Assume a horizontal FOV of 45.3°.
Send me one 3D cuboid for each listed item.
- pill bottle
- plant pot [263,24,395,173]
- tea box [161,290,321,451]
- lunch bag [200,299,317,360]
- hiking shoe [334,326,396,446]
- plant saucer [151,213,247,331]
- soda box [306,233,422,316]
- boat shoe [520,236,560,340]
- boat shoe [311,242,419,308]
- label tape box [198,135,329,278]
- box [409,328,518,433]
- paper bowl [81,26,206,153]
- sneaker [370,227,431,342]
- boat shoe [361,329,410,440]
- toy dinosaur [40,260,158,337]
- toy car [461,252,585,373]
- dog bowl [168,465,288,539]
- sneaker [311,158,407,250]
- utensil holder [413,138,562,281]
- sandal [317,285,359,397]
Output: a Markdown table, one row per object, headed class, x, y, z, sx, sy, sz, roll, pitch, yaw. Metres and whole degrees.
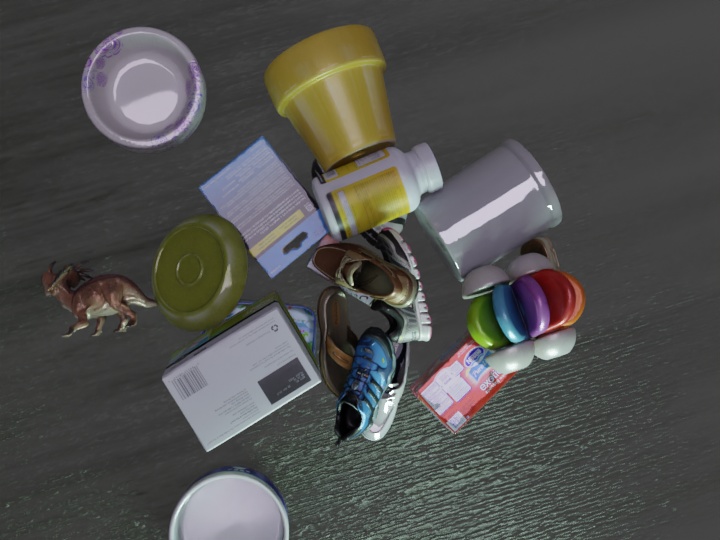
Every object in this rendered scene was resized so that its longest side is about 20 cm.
| class | x | y | z | sx | sy | sz | roll | pitch | yaw |
| --- | --- | --- | --- | --- | --- | --- | --- | --- | --- |
| pill bottle | 0.028 | -0.133 | 1.404 | 0.199 | 0.112 | 0.113 | -22 | 90 | -3 |
| plant pot | -0.035 | -0.270 | 1.421 | 0.199 | 0.201 | 0.190 | -22 | 84 | -4 |
| tea box | -0.180 | 0.147 | 1.331 | 0.199 | 0.197 | 0.134 | -31 | 98 | -4 |
| lunch bag | -0.175 | 0.132 | 1.470 | 0.198 | 0.082 | 0.162 | 4 | 87 | -4 |
| hiking shoe | 0.007 | 0.192 | 1.419 | 0.074 | 0.087 | 0.202 | 17 | 111 | 18 |
| plant saucer | -0.278 | 0.000 | 1.440 | 0.199 | 0.031 | 0.202 | -6 | 77 | 26 |
| soda box | 0.005 | 0.015 | 1.495 | 0.199 | 0.064 | 0.069 | 31 | 87 | -2 |
| boat shoe | 0.329 | 0.040 | 1.513 | 0.072 | 0.065 | 0.202 | -8 | 95 | 36 |
| boat shoe | 0.000 | 0.000 | 1.383 | 0.199 | 0.074 | 0.076 | 19 | 93 | 34 |
| label tape box | -0.160 | -0.107 | 1.485 | 0.144 | 0.063 | 0.200 | -38 | 91 | -3 |
| box | 0.191 | 0.172 | 1.489 | 0.200 | 0.095 | 0.100 | -44 | 92 | -4 |
| paper bowl | -0.360 | -0.298 | 1.455 | 0.199 | 0.104 | 0.203 | 0 | 89 | -4 |
| sneaker | 0.053 | 0.031 | 1.429 | 0.087 | 0.074 | 0.202 | -17 | 94 | -12 |
| boat shoe | 0.040 | 0.197 | 1.492 | 0.073 | 0.065 | 0.202 | 11 | 88 | -4 |
| toy dinosaur | -0.441 | 0.039 | 1.455 | 0.198 | 0.086 | 0.137 | -8 | 82 | -10 |
| toy car | 0.271 | 0.060 | 1.384 | 0.199 | 0.150 | 0.176 | -14 | 79 | -22 |
| dog bowl | -0.220 | 0.437 | 1.461 | 0.198 | 0.079 | 0.202 | 0 | 89 | -5 |
| sneaker | -0.003 | -0.128 | 1.503 | 0.200 | 0.074 | 0.080 | 45 | 71 | -6 |
| utensil holder | 0.213 | -0.098 | 1.463 | 0.199 | 0.170 | 0.171 | -33 | 91 | -2 |
| sandal | -0.029 | 0.126 | 1.467 | 0.080 | 0.054 | 0.202 | -17 | 105 | -47 |
